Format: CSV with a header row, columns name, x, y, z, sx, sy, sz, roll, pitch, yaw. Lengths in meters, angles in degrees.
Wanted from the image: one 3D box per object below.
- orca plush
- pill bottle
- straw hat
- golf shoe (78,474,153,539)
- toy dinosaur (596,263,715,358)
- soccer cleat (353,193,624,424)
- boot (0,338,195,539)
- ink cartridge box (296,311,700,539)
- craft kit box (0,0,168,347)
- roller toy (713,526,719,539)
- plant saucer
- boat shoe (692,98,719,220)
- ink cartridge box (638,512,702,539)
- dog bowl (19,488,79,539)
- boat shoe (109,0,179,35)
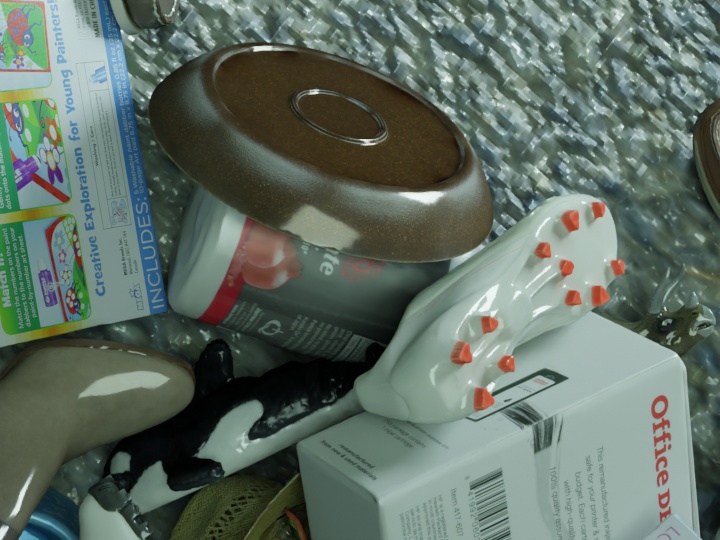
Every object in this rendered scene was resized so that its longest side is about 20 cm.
name,x,y,z,sx,sy,sz,roll,pitch,yaw
orca plush,-0.068,0.071,1.055,0.105,0.199,0.071,-23,88,-56
pill bottle,0.000,0.000,1.081,0.199,0.111,0.111,18,87,-15
straw hat,-0.060,0.161,1.075,0.085,0.201,0.202,26,83,28
golf shoe,-0.139,0.209,0.982,0.094,0.078,0.201,-9,102,-22
toy dinosaur,0.125,0.086,1.147,0.199,0.077,0.103,-26,86,-8
soccer cleat,0.071,0.016,1.015,0.200,0.077,0.070,-40,115,-44
boot,-0.190,0.111,1.003,0.199,0.147,0.071,-7,129,7
ink cartridge box,0.078,0.129,1.025,0.199,0.084,0.147,-22,118,-27
craft kit box,-0.204,-0.057,1.011,0.197,0.048,0.201,-11,93,-48
roller toy,0.307,0.170,1.133,0.182,0.200,0.140,29,85,-3
plant saucer,-0.016,-0.073,1.035,0.199,0.201,0.032,13,120,-15
boat shoe,0.281,-0.026,1.176,0.076,0.072,0.200,-42,101,-11
ink cartridge box,0.152,0.229,1.055,0.119,0.042,0.200,-36,142,-11
dog bowl,-0.207,0.218,1.062,0.111,0.050,0.201,16,87,-15
boat shoe,-0.106,-0.232,1.062,0.059,0.072,0.201,2,86,9
